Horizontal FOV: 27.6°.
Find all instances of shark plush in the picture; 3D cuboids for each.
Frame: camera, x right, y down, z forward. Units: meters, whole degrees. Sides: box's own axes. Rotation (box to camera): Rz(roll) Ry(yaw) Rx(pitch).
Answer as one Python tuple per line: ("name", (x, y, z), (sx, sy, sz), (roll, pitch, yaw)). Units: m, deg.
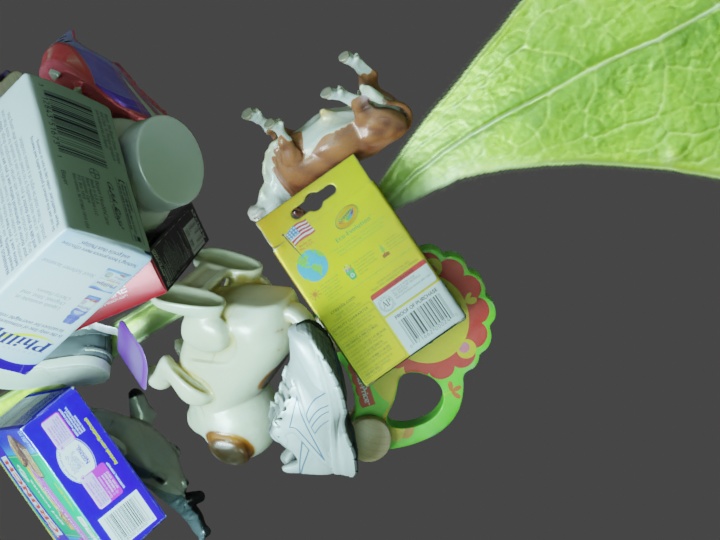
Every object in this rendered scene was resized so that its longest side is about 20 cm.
("shark plush", (-0.236, 0.216, 1.630), (0.200, 0.091, 0.083), (40, 131, -20))

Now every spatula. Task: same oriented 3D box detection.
("spatula", (-0.290, 0.050, 1.560), (0.199, 0.021, 0.057), (36, 139, 21))

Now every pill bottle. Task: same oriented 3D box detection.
("pill bottle", (-0.256, -0.085, 1.465), (0.199, 0.119, 0.120), (-14, 104, 37))

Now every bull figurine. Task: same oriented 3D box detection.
("bull figurine", (-0.046, -0.130, 1.487), (0.199, 0.065, 0.122), (-32, 132, 6))

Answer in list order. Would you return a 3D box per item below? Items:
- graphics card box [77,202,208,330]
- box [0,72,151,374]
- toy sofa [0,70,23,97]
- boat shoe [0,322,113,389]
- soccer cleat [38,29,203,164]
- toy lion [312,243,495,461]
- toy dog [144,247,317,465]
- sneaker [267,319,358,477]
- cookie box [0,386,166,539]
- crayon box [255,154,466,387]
("graphics card box", (-0.236, -0.004, 1.483), (0.125, 0.200, 0.051), (-23, 103, 12))
("box", (-0.308, -0.039, 1.345), (0.200, 0.105, 0.185), (-38, 54, 26))
("toy sofa", (-0.379, -0.104, 1.546), (0.082, 0.097, 0.201), (-15, 104, 36))
("boat shoe", (-0.363, 0.089, 1.608), (0.198, 0.073, 0.062), (-2, 61, 15))
("soccer cleat", (-0.240, -0.170, 1.515), (0.199, 0.077, 0.067), (34, 141, -16))
("toy lion", (0.055, 0.080, 1.546), (0.190, 0.069, 0.202), (-16, 102, 3))
("toy dog", (-0.127, 0.100, 1.537), (0.192, 0.140, 0.202), (10, 117, 9))
("sneaker", (-0.053, 0.136, 1.457), (0.086, 0.075, 0.201), (-10, 125, -1))
("cookie box", (-0.309, 0.216, 1.553), (0.075, 0.200, 0.172), (-38, 99, -25))
("crayon box", (0.000, 0.000, 1.481), (0.126, 0.051, 0.201), (-34, 90, -2))
